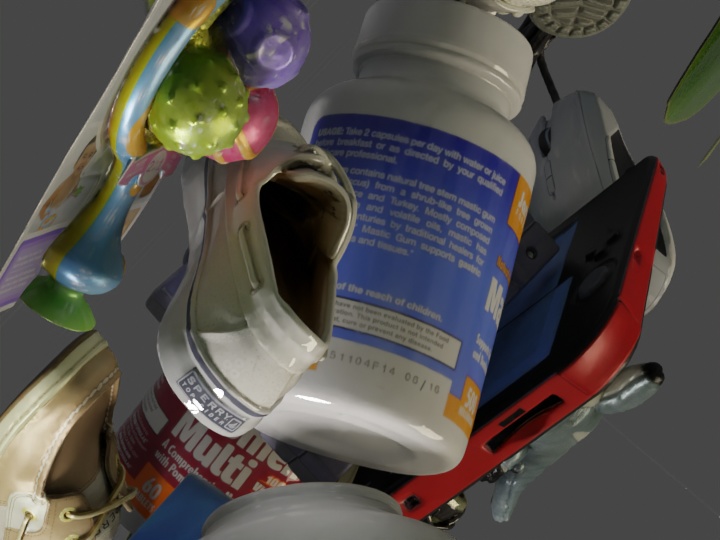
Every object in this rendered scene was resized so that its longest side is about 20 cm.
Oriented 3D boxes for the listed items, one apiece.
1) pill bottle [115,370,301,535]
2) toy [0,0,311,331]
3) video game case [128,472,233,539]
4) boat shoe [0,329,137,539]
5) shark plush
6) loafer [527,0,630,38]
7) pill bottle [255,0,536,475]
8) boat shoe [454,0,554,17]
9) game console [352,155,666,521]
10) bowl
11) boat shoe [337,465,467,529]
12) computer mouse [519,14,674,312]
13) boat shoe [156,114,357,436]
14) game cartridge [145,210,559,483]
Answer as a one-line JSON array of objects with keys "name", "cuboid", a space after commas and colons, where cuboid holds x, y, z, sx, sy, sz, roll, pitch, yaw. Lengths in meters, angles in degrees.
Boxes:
[{"name": "pill bottle", "cuboid": [-0.044, 0.063, 1.179, 0.200, 0.109, 0.110, -52, 170, 11]}, {"name": "toy", "cuboid": [-0.061, -0.058, 0.828, 0.200, 0.047, 0.115, -53, 172, 18]}, {"name": "video game case", "cuboid": [-0.112, 0.226, 1.113, 0.200, 0.045, 0.182, -47, 146, -17]}, {"name": "boat shoe", "cuboid": [-0.138, 0.101, 1.021, 0.074, 0.066, 0.200, -44, 169, -37]}, {"name": "shark plush", "cuboid": [0.089, 0.084, 1.252, 0.083, 0.091, 0.200, -46, 176, -28]}, {"name": "loafer", "cuboid": [0.123, -0.213, 1.065, 0.075, 0.070, 0.200, 11, 121, -27]}, {"name": "pill bottle", "cuboid": [0.017, -0.018, 0.999, 0.112, 0.112, 0.201, 95, 10, -74]}, {"name": "boat shoe", "cuboid": [0.065, -0.145, 1.008, 0.071, 0.069, 0.200, -51, 172, -9]}, {"name": "game console", "cuboid": [0.076, 0.039, 1.141, 0.200, 0.031, 0.177, -39, -160, 33]}, {"name": "bowl", "cuboid": [-0.023, 0.157, 1.014, 0.200, 0.091, 0.201, -6, 152, -3]}, {"name": "boat shoe", "cuboid": [0.031, 0.123, 1.270, 0.072, 0.066, 0.202, 33, 77, -57]}, {"name": "computer mouse", "cuboid": [0.117, -0.062, 1.247, 0.044, 0.201, 0.110, 6, 140, -39]}, {"name": "boat shoe", "cuboid": [-0.031, -0.016, 0.876, 0.070, 0.071, 0.200, -36, -159, 23]}, {"name": "game cartridge", "cuboid": [0.000, 0.000, 1.088, 0.200, 0.130, 0.038, -44, -173, -36]}]
